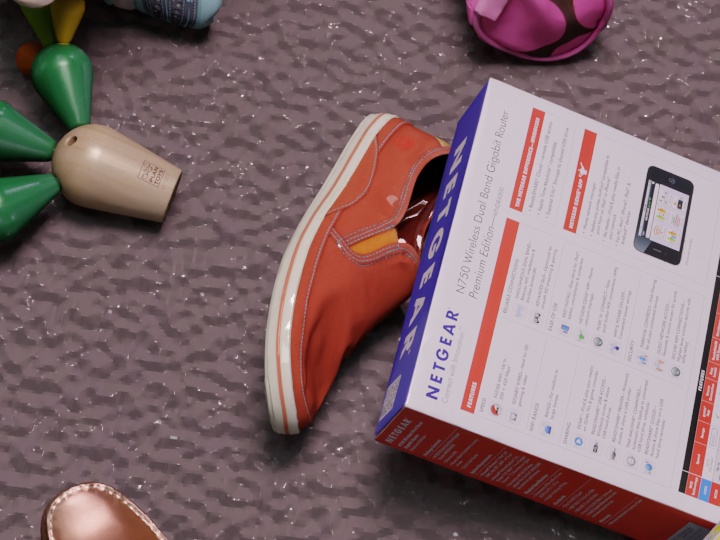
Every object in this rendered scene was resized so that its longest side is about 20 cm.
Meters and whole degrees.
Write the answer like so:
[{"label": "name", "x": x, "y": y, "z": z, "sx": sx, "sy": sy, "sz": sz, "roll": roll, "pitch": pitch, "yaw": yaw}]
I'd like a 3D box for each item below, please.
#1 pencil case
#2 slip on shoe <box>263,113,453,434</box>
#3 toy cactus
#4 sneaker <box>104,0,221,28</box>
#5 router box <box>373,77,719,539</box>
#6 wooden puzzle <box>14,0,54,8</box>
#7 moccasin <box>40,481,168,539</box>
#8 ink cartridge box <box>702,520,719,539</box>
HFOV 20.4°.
[{"label": "pencil case", "x": 0.084, "y": -0.221, "z": 1.167, "sx": 0.094, "sy": 0.091, "sz": 0.200, "roll": 13, "pitch": 50, "yaw": -37}, {"label": "slip on shoe", "x": 0.000, "y": 0.000, "z": 1.040, "sx": 0.061, "sy": 0.074, "sz": 0.200, "roll": 14, "pitch": 54, "yaw": 18}, {"label": "toy cactus", "x": -0.176, "y": -0.077, "z": 1.075, "sx": 0.165, "sy": 0.102, "sz": 0.200, "roll": 20, "pitch": 50, "yaw": -3}, {"label": "sneaker", "x": -0.080, "y": -0.223, "z": 1.177, "sx": 0.086, "sy": 0.078, "sz": 0.200, "roll": 28, "pitch": 69, "yaw": -1}, {"label": "router box", "x": 0.118, "y": 0.022, "z": 1.020, "sx": 0.179, "sy": 0.049, "sz": 0.200, "roll": 22, "pitch": 60, "yaw": -9}, {"label": "wooden puzzle", "x": -0.139, "y": -0.241, "z": 1.124, "sx": 0.185, "sy": 0.046, "sz": 0.200, "roll": -44, "pitch": 37, "yaw": 6}, {"label": "moccasin", "x": -0.093, "y": 0.183, "z": 0.926, "sx": 0.074, "sy": 0.078, "sz": 0.201, "roll": -19, "pitch": 63, "yaw": -13}, {"label": "ink cartridge box", "x": 0.238, "y": 0.189, "z": 0.935, "sx": 0.198, "sy": 0.047, "sz": 0.200, "roll": 45, "pitch": 68, "yaw": 5}]
